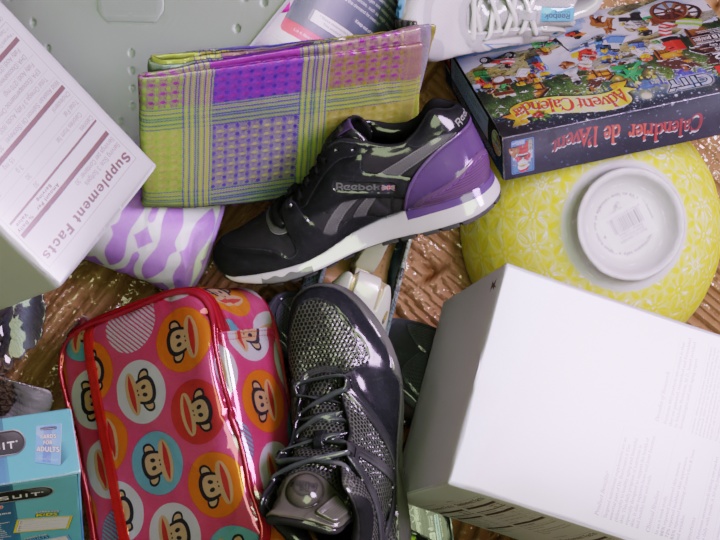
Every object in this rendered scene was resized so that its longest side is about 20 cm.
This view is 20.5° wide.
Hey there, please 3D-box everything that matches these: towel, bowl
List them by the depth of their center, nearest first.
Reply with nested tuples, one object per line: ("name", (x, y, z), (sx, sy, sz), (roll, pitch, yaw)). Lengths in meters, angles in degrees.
("towel", (-0.049, -0.100, 1.322), (0.199, 0.144, 0.023), (-9, 51, -12))
("bowl", (0.180, -0.031, 1.436), (0.199, 0.108, 0.201), (0, 89, -11))

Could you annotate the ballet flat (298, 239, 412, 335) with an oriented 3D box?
("ballet flat", (0.000, 0.000, 1.386), (0.074, 0.074, 0.201), (17, 61, -9))

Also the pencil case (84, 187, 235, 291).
("pencil case", (-0.190, -0.052, 1.388), (0.199, 0.084, 0.086), (24, 64, -10))

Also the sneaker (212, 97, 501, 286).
("sneaker", (-0.013, -0.059, 1.330), (0.199, 0.076, 0.088), (-19, 115, 9))

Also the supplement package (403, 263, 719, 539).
("supplement package", (0.149, 0.108, 1.348), (0.199, 0.151, 0.152), (18, 76, -10))

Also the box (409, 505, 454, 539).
("box", (-0.005, 0.260, 1.430), (0.160, 0.044, 0.201), (-9, 91, -10))

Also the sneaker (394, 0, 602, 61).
("sneaker", (0.101, -0.186, 1.381), (0.200, 0.086, 0.075), (-28, 127, -47))

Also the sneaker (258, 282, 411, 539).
("sneaker", (-0.019, 0.106, 1.293), (0.076, 0.114, 0.200), (-7, 87, 19))

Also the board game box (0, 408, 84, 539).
("board game box", (-0.259, 0.159, 1.310), (0.150, 0.200, 0.047), (-8, 64, -10))

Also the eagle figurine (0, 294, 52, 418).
("eagle figurine", (-0.286, 0.038, 1.338), (0.151, 0.151, 0.201), (-11, 77, -28))

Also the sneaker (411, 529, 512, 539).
("sneaker", (0.023, 0.203, 1.378), (0.199, 0.071, 0.083), (-1, 95, -7))

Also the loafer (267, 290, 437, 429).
("loafer", (0.015, 0.073, 1.438), (0.199, 0.063, 0.072), (22, 55, -13))

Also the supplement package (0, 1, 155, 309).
("supplement package", (-0.251, -0.084, 1.240), (0.200, 0.117, 0.117), (47, 54, -19))

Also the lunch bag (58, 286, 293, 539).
("lunch bag", (-0.130, 0.119, 1.364), (0.176, 0.082, 0.201), (-19, 80, 33))

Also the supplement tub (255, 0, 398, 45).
("supplement tub", (-0.023, -0.223, 1.386), (0.140, 0.140, 0.200), (29, 85, -8))

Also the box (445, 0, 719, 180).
("box", (0.174, -0.135, 1.425), (0.199, 0.137, 0.038), (-12, 128, -10))

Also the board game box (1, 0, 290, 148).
("board game box", (-0.147, -0.196, 1.335), (0.200, 0.026, 0.200), (-47, 71, 30))
